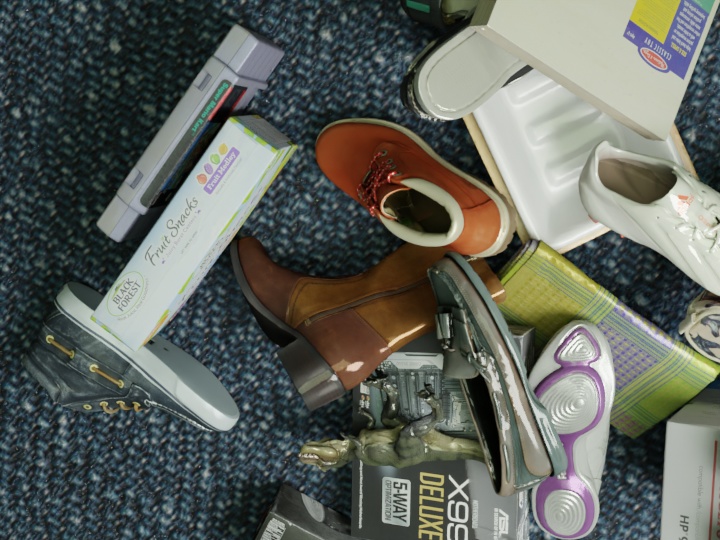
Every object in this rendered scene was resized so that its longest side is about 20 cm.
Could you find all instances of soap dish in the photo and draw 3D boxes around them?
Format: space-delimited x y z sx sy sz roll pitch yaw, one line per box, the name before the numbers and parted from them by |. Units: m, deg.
soap dish | 0.173 -0.129 0.963 0.156 0.081 0.202 -26 96 6

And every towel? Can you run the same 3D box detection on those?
towel | 0.192 0.059 0.979 0.199 0.023 0.144 34 143 -1

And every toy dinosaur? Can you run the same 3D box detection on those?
toy dinosaur | 0.040 0.135 0.963 0.197 0.047 0.089 1 112 22

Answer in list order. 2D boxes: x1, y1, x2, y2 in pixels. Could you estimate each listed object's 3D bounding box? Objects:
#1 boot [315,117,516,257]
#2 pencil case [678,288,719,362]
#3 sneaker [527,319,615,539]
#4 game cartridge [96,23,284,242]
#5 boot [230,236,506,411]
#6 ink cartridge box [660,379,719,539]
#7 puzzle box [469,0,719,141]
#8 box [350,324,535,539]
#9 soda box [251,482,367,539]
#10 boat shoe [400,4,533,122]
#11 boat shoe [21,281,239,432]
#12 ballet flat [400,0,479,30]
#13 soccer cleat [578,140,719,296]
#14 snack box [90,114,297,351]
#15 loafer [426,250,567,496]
boot | 0.026 -0.075 0.943 0.199 0.107 0.076 29 108 28
pencil case | 0.330 -0.018 0.929 0.089 0.078 0.201 25 68 9
sneaker | 0.179 0.128 0.985 0.074 0.100 0.203 7 115 12
game cartridge | -0.139 -0.113 0.958 0.038 0.130 0.201 36 99 -3
boot | 0.000 0.000 0.983 0.199 0.189 0.069 -31 139 -6
ink cartridge box | 0.298 0.169 0.939 0.066 0.199 0.118 6 100 30
puzzle box | 0.184 -0.199 0.862 0.199 0.025 0.135 25 85 -30
box | 0.072 0.145 1.002 0.156 0.050 0.203 5 99 22
soda box | -0.004 0.277 1.037 0.198 0.071 0.064 29 104 -1
boat shoe | 0.116 -0.181 0.883 0.199 0.060 0.074 -38 107 -12
boat shoe | -0.209 0.103 1.028 0.199 0.071 0.091 36 100 4
ballet flat | 0.127 -0.247 0.925 0.198 0.073 0.074 -26 97 -16
soccer cleat | 0.255 -0.035 0.861 0.198 0.078 0.070 27 69 21
snack box | -0.137 -0.037 0.962 0.053 0.142 0.201 36 99 -1
loafer | 0.097 0.085 0.898 0.062 0.072 0.202 -29 97 -11
